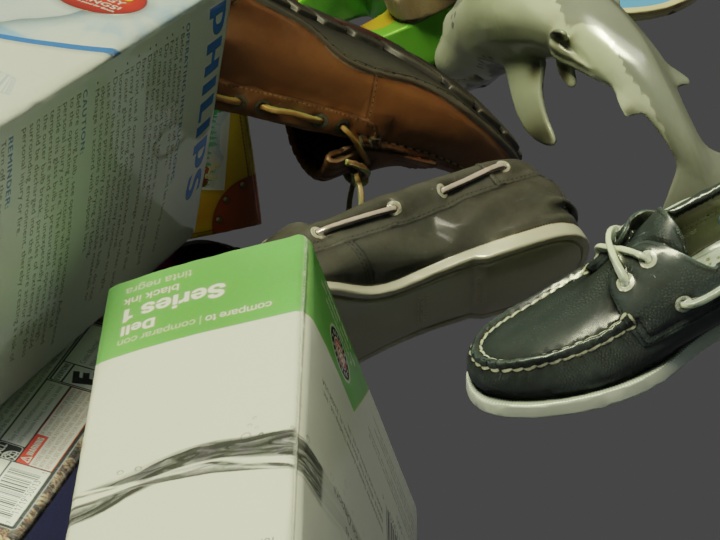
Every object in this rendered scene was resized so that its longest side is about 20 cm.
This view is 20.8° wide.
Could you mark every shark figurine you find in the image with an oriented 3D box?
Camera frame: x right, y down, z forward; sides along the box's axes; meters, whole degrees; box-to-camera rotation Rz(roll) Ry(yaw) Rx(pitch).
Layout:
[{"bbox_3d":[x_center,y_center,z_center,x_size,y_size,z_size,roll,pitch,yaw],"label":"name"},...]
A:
[{"bbox_3d":[0.115,-0.104,0.886,0.089,0.129,0.214,-26,42,-24],"label":"shark figurine"}]

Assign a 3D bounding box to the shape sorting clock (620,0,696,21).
[{"bbox_3d":[0.095,-0.196,1.025,0.199,0.039,0.200,14,39,-12],"label":"shape sorting clock"}]

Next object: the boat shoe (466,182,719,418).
[{"bbox_3d":[0.131,-0.002,0.806,0.199,0.061,0.076,-23,33,-6],"label":"boat shoe"}]

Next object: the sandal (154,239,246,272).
[{"bbox_3d":[-0.091,0.019,0.895,0.199,0.048,0.075,-2,40,21],"label":"sandal"}]

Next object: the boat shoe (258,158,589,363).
[{"bbox_3d":[0.000,0.000,0.839,0.199,0.067,0.057,-14,53,-18],"label":"boat shoe"}]

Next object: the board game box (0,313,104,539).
[{"bbox_3d":[-0.197,0.072,0.745,0.199,0.097,0.160,16,28,7],"label":"board game box"}]

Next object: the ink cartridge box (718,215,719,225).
[{"bbox_3d":[0.239,0.028,0.694,0.146,0.086,0.200,-23,36,-4],"label":"ink cartridge box"}]

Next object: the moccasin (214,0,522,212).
[{"bbox_3d":[-0.010,-0.070,0.880,0.074,0.201,0.078,39,105,49],"label":"moccasin"}]

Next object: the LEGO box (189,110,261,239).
[{"bbox_3d":[-0.111,-0.129,0.937,0.077,0.201,0.149,-12,20,-13],"label":"LEGO box"}]

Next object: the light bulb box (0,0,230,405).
[{"bbox_3d":[-0.182,-0.059,0.755,0.197,0.125,0.200,20,29,13],"label":"light bulb box"}]

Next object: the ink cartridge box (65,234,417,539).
[{"bbox_3d":[-0.035,0.110,0.663,0.084,0.146,0.200,-13,35,11],"label":"ink cartridge box"}]

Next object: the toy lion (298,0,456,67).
[{"bbox_3d":[-0.018,-0.158,1.093,0.191,0.069,0.200,-16,35,18],"label":"toy lion"}]
